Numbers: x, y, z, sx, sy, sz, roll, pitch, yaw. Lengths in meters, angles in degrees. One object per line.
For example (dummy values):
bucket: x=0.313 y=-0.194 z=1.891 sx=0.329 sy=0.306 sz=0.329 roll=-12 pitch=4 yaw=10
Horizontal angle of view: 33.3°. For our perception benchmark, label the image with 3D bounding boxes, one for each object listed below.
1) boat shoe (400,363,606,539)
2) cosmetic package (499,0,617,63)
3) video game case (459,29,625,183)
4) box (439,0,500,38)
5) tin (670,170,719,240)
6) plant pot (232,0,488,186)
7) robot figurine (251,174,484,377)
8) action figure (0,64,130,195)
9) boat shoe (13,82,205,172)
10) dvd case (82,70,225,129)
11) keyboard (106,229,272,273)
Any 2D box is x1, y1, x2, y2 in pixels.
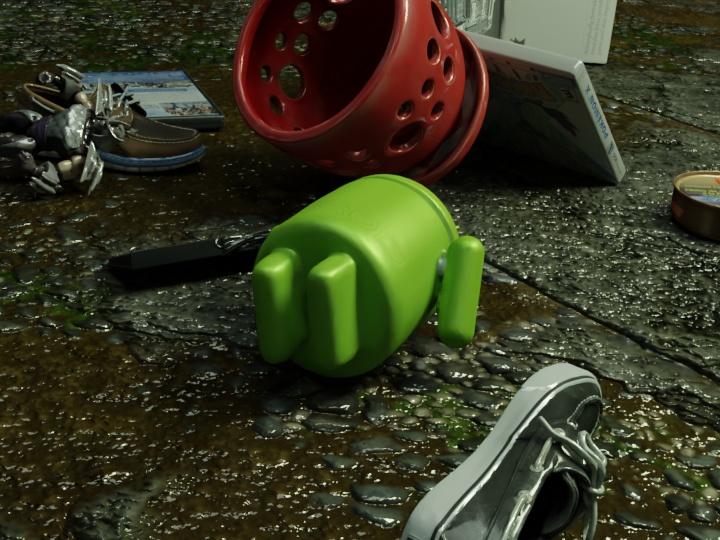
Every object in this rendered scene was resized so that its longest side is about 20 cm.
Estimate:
boat shoe: x=0.099 y=0.116 z=0.660 sx=0.067 sy=0.075 sz=0.199 roll=14 pitch=25 yaw=31
cosmetic package: x=0.274 y=-0.410 z=1.765 sx=0.162 sy=0.167 sz=0.201 roll=2 pitch=25 yaw=-5
video game case: x=0.163 y=-0.172 z=1.233 sx=0.199 sy=0.183 sz=0.022 roll=23 pitch=72 yaw=36
box: x=0.097 y=-0.267 z=1.369 sx=0.049 sy=0.203 sz=0.157 roll=16 pitch=25 yaw=36
tin: x=0.395 y=-0.060 z=1.154 sx=0.197 sy=0.042 sz=0.112 roll=2 pitch=28 yaw=-5
plant pot: x=0.007 y=-0.181 z=1.126 sx=0.199 sy=0.203 sz=0.182 roll=24 pitch=-1 yaw=38
robot figurine: x=0.000 y=0.000 z=0.854 sx=0.173 sy=0.117 sz=0.200 roll=2 pitch=20 yaw=26
action figure: x=-0.309 y=-0.128 z=1.128 sx=0.197 sy=0.070 sz=0.131 roll=-2 pitch=53 yaw=12
boat shoe: x=-0.251 y=-0.146 z=1.195 sx=0.197 sy=0.073 sz=0.072 roll=6 pitch=23 yaw=4
dvd case: x=-0.246 y=-0.195 z=1.376 sx=0.141 sy=0.018 sz=0.200 roll=-4 pitch=24 yaw=-20
keyboard: x=-0.093 y=-0.020 z=0.967 sx=0.198 sy=0.021 sz=0.127 roll=-11 pitch=2 yaw=-28
